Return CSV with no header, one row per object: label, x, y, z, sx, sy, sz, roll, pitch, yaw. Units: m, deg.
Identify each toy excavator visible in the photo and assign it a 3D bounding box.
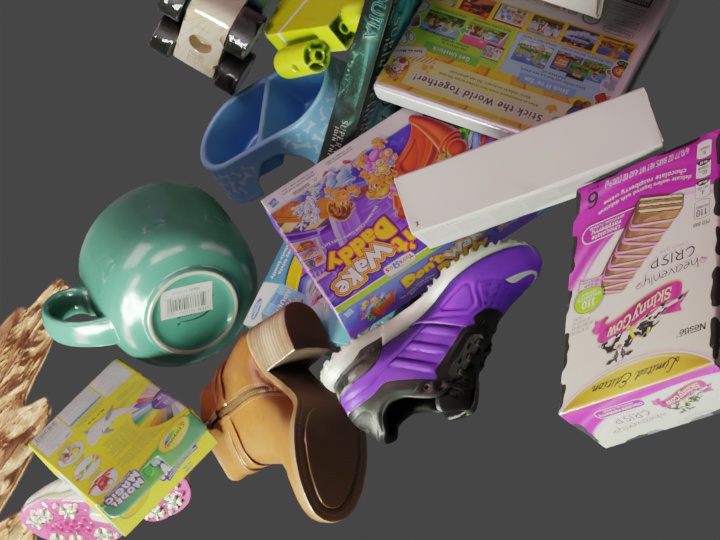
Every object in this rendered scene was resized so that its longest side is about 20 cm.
toy excavator,-0.124,-0.272,1.987,0.201,0.099,0.195,-60,-1,-31

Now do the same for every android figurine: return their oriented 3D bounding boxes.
android figurine,-0.018,-0.254,1.867,0.182,0.041,0.200,-53,25,-22

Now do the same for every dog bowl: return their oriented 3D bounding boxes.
dog bowl,-0.079,-0.143,1.917,0.199,0.049,0.112,-26,44,37

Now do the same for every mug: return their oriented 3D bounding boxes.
mug,-0.181,0.023,1.812,0.185,0.152,0.114,-51,37,8

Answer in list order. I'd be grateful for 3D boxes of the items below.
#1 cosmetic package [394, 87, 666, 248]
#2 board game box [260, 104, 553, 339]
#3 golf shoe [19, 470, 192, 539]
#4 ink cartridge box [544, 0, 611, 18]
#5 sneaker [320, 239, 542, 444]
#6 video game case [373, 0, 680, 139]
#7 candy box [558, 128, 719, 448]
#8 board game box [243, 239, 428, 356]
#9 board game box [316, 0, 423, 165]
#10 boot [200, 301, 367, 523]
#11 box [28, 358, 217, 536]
cosmetic package,0.131,-0.077,1.501,0.199,0.083,0.051,-20,81,8
board game box,0.038,-0.055,1.605,0.199,0.045,0.135,-33,57,-4
golf shoe,-0.226,0.193,1.809,0.199,0.075,0.092,-20,39,30
ink cartridge box,0.172,-0.313,1.615,0.146,0.083,0.200,21,53,19
sneaker,0.074,0.065,1.549,0.200,0.070,0.100,-37,61,5
video game case,0.137,-0.188,1.613,0.199,0.023,0.183,21,69,24
candy box,0.216,0.013,1.413,0.136,0.061,0.201,-23,46,38
board game box,0.000,0.000,1.703,0.199,0.047,0.152,7,68,53
board game box,0.020,-0.171,1.683,0.135,0.028,0.201,-39,-30,-60
boot,-0.071,0.144,1.659,0.155,0.073,0.201,-42,48,42
box,-0.203,0.154,1.719,0.117,0.048,0.200,-45,27,-12
